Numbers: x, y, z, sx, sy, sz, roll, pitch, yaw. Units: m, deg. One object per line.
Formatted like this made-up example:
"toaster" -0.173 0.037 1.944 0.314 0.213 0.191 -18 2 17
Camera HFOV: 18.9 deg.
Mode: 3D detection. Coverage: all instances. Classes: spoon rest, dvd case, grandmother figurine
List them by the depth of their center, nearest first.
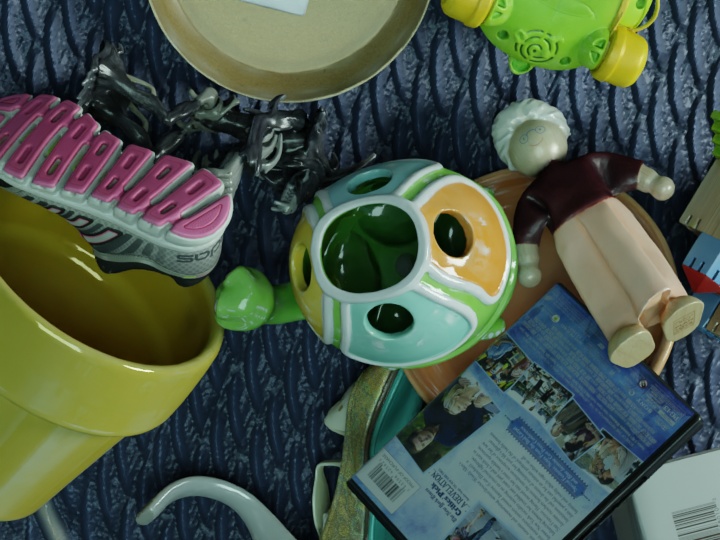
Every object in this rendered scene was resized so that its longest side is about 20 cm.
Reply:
"dvd case" 0.107 0.121 1.426 0.200 0.018 0.143 -43 62 -4
"grandmother figurine" 0.152 -0.036 1.447 0.121 0.200 0.061 -26 152 -13
"spoon rest" -0.064 0.212 1.560 0.200 0.099 0.061 37 62 -6

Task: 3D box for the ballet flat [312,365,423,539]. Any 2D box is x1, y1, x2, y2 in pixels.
"ballet flat" 0.001 0.133 1.551 0.070 0.071 0.201 8 103 -6

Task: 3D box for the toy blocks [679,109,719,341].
"toy blocks" 0.279 0.001 1.486 0.200 0.100 0.137 34 87 -38

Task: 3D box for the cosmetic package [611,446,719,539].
"cosmetic package" 0.227 0.190 1.495 0.085 0.200 0.108 -15 79 1

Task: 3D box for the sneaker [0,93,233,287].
"sneaker" -0.170 -0.045 1.400 0.199 0.074 0.088 23 145 18

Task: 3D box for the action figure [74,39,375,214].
"action figure" -0.096 -0.076 1.456 0.199 0.119 0.102 21 63 -4

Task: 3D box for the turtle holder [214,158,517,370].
"turtle holder" 0.006 -0.010 1.428 0.185 0.132 0.141 14 88 18

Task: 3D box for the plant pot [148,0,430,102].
"plant pot" -0.048 -0.214 1.463 0.199 0.027 0.201 -1 106 -3

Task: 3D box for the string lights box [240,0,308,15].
"string lights box" -0.053 -0.229 1.340 0.059 0.200 0.103 14 106 -7

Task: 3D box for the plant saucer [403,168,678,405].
"plant saucer" 0.120 0.026 1.493 0.199 0.037 0.201 -4 71 11

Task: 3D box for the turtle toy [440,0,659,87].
"turtle toy" 0.142 -0.222 1.433 0.145 0.101 0.201 22 104 -11

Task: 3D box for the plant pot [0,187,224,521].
"plant pot" -0.222 0.059 1.455 0.200 0.201 0.189 33 117 -12
